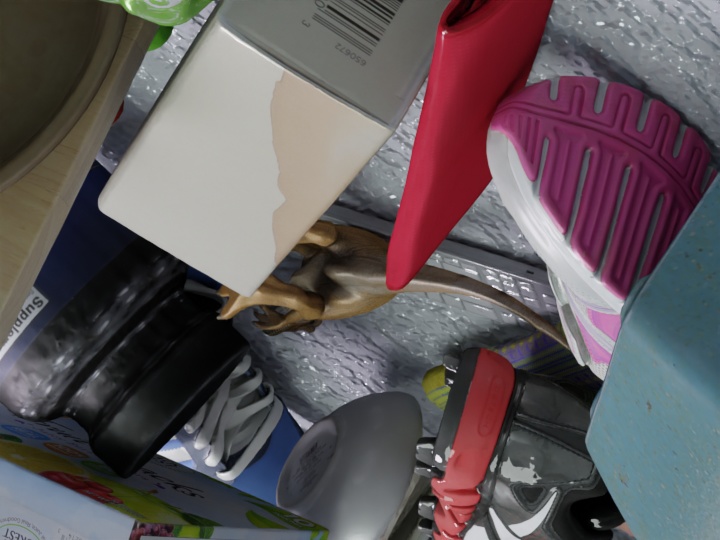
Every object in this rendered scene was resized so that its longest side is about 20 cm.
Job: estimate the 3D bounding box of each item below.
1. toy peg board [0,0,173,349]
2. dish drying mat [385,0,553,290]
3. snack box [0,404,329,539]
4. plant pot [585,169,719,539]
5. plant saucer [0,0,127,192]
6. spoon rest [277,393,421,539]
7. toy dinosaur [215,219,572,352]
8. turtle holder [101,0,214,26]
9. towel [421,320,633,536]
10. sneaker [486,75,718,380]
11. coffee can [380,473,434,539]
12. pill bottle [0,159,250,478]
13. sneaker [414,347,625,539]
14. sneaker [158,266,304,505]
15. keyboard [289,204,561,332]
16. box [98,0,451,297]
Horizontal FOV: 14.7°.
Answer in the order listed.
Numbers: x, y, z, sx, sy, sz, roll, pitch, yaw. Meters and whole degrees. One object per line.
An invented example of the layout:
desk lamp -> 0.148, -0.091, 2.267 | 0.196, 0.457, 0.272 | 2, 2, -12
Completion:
toy peg board -> -0.181, -0.082, 1.133 | 0.200, 0.200, 0.098 | 22, 170, 15
dish drying mat -> 0.041, -0.063, 1.051 | 0.018, 0.077, 0.200 | 34, 156, 10
snack box -> -0.136, 0.110, 1.320 | 0.200, 0.053, 0.142 | 20, -175, 36
plant pot -> 0.193, 0.046, 0.974 | 0.200, 0.197, 0.196 | 31, 156, 12
plant saucer -> -0.181, -0.108, 1.072 | 0.200, 0.201, 0.029 | 22, 170, 15
spoon rest -> -0.031, 0.136, 1.388 | 0.061, 0.100, 0.200 | 33, 121, -22
toy dinosaur -> 0.000, 0.000, 1.232 | 0.106, 0.061, 0.200 | 11, 175, -30
turtle holder -> -0.131, -0.160, 0.955 | 0.132, 0.141, 0.186 | -2, 106, 51
towel -> 0.120, 0.070, 1.266 | 0.143, 0.023, 0.200 | 35, 157, -12
sneaker -> 0.106, 0.002, 1.099 | 0.088, 0.081, 0.200 | -4, 138, 48
coffee can -> 0.080, 0.204, 1.424 | 0.200, 0.147, 0.146 | 33, 155, -7
pill bottle -> -0.151, -0.003, 1.278 | 0.200, 0.112, 0.112 | 43, 155, 3
sneaker -> 0.078, 0.094, 1.244 | 0.098, 0.071, 0.200 | 16, 163, 7
sneaker -> -0.082, 0.054, 1.393 | 0.200, 0.081, 0.146 | 41, 157, -11
keyboard -> 0.029, 0.000, 1.258 | 0.200, 0.011, 0.056 | 18, 153, 24
box -> -0.030, -0.073, 1.091 | 0.078, 0.095, 0.200 | 32, 156, -6
